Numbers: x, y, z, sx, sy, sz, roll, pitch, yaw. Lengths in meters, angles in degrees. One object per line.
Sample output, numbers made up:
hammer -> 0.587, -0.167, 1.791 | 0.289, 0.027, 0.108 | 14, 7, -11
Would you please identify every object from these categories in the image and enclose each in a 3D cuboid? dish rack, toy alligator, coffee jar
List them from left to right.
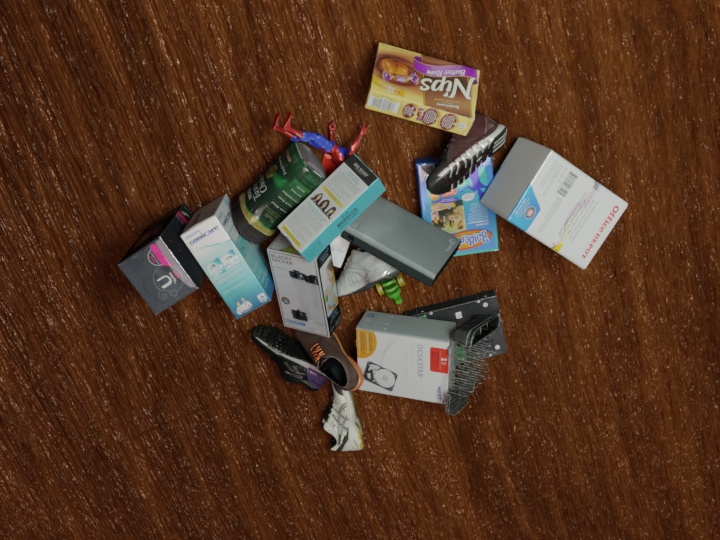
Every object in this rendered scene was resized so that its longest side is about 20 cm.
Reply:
coffee jar -> -0.161, -0.147, 1.443 | 0.200, 0.105, 0.085 | -42, 132, 17
toy alligator -> 0.044, -0.010, 1.531 | 0.059, 0.054, 0.202 | -21, 110, 8
dish rack -> 0.223, 0.195, 1.522 | 0.054, 0.153, 0.203 | 14, 107, 29

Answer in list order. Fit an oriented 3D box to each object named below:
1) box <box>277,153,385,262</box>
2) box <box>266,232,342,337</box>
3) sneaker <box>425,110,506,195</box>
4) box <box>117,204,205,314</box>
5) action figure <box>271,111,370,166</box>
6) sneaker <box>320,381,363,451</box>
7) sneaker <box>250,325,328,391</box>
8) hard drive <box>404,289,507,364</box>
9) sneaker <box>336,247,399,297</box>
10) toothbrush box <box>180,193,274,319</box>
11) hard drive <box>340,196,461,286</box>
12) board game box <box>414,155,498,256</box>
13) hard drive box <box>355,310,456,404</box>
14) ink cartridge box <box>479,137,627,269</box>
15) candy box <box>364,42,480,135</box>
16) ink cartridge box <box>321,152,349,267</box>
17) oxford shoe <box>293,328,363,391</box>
box -> -0.054, -0.116, 1.392 | 0.200, 0.082, 0.049 | -43, 150, 0
box -> -0.110, 0.029, 1.494 | 0.115, 0.060, 0.202 | 13, 131, 23
sneaker -> 0.172, -0.232, 1.409 | 0.199, 0.076, 0.116 | -37, 67, -19
box -> -0.366, -0.026, 1.444 | 0.105, 0.201, 0.123 | -30, 110, 12
action figure -> -0.062, -0.262, 1.411 | 0.199, 0.065, 0.100 | 28, 83, -37
sneaker -> -0.050, 0.318, 1.651 | 0.086, 0.076, 0.203 | -10, 111, 3
sneaker -> -0.158, 0.198, 1.605 | 0.198, 0.076, 0.088 | 31, 114, -12
hard drive -> 0.204, 0.131, 1.598 | 0.197, 0.038, 0.142 | -15, 111, 5
sneaker -> 0.000, 0.000, 1.505 | 0.199, 0.070, 0.081 | -28, 79, 46
toothbrush box -> -0.254, -0.030, 1.473 | 0.085, 0.147, 0.201 | -29, 108, 10
hard drive -> 0.080, -0.060, 1.433 | 0.198, 0.140, 0.033 | 30, 134, 12
board game box -> 0.192, -0.130, 1.489 | 0.150, 0.045, 0.203 | -7, 111, 2
hard drive box -> 0.096, 0.180, 1.560 | 0.197, 0.077, 0.158 | 6, 117, 18
ink cartridge box -> 0.362, -0.128, 1.413 | 0.198, 0.146, 0.148 | 29, 100, -21
candy box -> 0.114, -0.331, 1.368 | 0.197, 0.118, 0.057 | 14, 153, -5
ink cartridge box -> -0.056, -0.118, 1.489 | 0.107, 0.050, 0.202 | 19, 111, -7
oxford shoe -> -0.075, 0.168, 1.554 | 0.200, 0.072, 0.071 | 42, 101, 20
